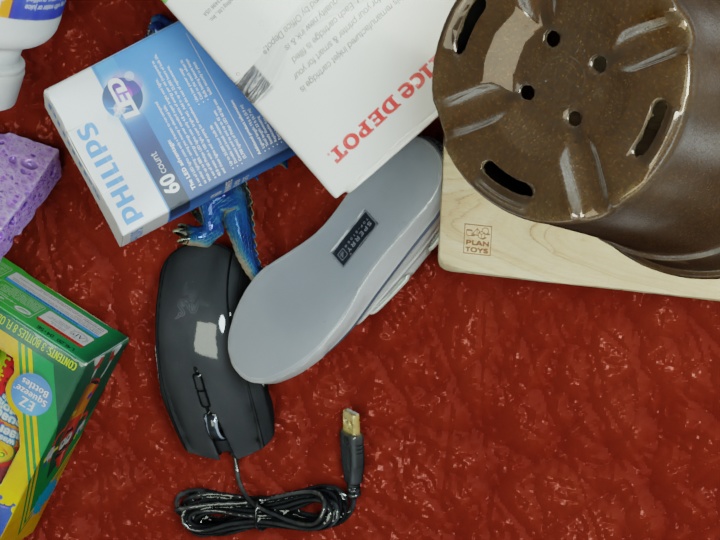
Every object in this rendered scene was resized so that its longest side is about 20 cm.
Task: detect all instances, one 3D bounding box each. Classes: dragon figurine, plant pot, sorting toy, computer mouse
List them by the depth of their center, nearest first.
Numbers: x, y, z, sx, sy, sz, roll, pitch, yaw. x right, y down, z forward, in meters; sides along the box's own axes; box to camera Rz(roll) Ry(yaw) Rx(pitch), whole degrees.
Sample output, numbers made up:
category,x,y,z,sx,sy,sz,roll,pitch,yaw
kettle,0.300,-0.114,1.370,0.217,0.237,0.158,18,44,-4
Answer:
category,x,y,z,sx,sy,sz,roll,pitch,yaw
plant pot,0.150,-0.095,1.530,0.200,0.198,0.201,0,89,30
sorting toy,0.155,-0.093,1.697,0.199,0.070,0.199,6,103,18
dragon figurine,-0.086,-0.070,1.797,0.200,0.059,0.099,48,113,5
computer mouse,-0.069,0.083,1.834,0.140,0.046,0.201,1,103,21

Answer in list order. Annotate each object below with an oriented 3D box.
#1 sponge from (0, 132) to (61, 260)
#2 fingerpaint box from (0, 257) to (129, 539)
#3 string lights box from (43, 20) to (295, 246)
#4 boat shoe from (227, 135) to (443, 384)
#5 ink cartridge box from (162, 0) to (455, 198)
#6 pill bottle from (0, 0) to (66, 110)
category,x,y,z,sx,sy,sz,roll,pitch,yaw
sponge,-0.287,-0.019,1.816,0.111,0.200,0.030,20,142,15
fingerpaint box,-0.282,0.069,1.892,0.200,0.073,0.167,33,112,10
string lights box,-0.082,-0.107,1.733,0.200,0.059,0.103,-28,87,-8
boat shoe,0.000,0.000,1.779,0.200,0.065,0.074,-44,62,21
ink cartridge box,-0.018,-0.167,1.645,0.145,0.084,0.200,-41,91,23
pill bottle,-0.233,-0.207,1.789,0.112,0.112,0.201,21,108,14
